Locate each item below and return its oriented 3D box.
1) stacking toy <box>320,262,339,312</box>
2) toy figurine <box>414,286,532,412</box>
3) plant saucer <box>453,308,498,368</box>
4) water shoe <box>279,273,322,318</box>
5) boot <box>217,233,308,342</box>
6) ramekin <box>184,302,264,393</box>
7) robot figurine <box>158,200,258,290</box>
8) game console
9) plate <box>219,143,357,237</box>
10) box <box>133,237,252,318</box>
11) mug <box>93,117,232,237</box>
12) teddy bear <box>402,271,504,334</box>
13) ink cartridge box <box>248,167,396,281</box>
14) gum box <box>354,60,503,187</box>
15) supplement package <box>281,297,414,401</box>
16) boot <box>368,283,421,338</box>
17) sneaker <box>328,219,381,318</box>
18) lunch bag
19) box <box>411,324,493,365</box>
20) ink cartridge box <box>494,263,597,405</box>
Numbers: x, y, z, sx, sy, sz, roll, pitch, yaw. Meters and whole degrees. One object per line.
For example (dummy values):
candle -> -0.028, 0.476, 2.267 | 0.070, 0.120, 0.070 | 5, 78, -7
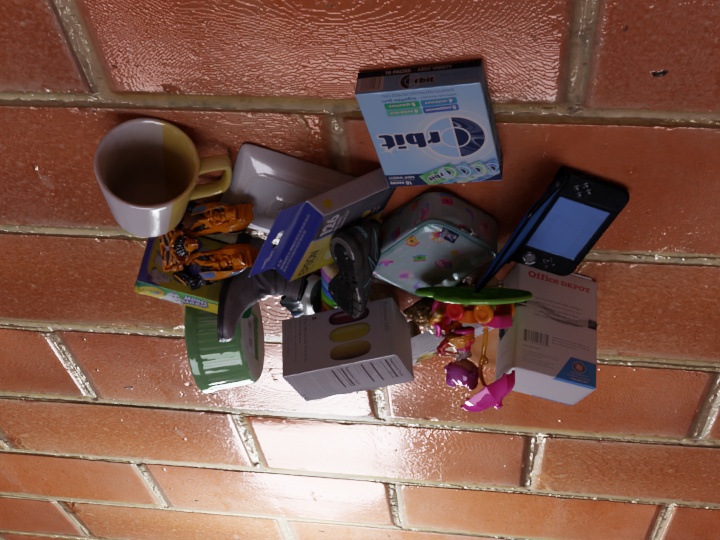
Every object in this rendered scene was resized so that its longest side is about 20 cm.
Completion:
stacking toy -> -0.033, 0.037, 1.754 | 0.085, 0.086, 0.200 | 9, 143, -2
toy figurine -> 0.168, 0.123, 1.580 | 0.200, 0.185, 0.150 | 5, -172, 44
plant saucer -> 0.263, 0.131, 1.889 | 0.200, 0.032, 0.200 | 5, 147, 4
water shoe -> -0.102, 0.059, 1.846 | 0.079, 0.072, 0.200 | 28, 149, 16
boot -> -0.157, 0.033, 1.682 | 0.131, 0.201, 0.070 | 13, 156, -1
ramekin -> -0.237, 0.116, 1.832 | 0.097, 0.200, 0.200 | -6, 145, 8
robot figurine -> -0.248, -0.045, 1.630 | 0.200, 0.145, 0.058 | -8, 180, 36
game console -> 0.283, -0.041, 1.522 | 0.170, 0.119, 0.200 | 17, 137, -12
plate -> -0.115, -0.104, 1.618 | 0.199, 0.032, 0.200 | 16, 145, -13
box -> -0.270, 0.005, 1.737 | 0.199, 0.118, 0.048 | 16, 149, -13
mug -> -0.301, -0.119, 1.542 | 0.186, 0.150, 0.153 | 19, 154, -2
teddy bear -> 0.158, 0.061, 1.738 | 0.200, 0.145, 0.067 | -28, 90, 36
ink cartridge box -> -0.056, -0.059, 1.556 | 0.200, 0.047, 0.198 | -28, 164, -31
gum box -> 0.099, -0.197, 1.420 | 0.169, 0.045, 0.200 | -3, 146, 15
supplement package -> -0.021, 0.134, 1.734 | 0.199, 0.114, 0.110 | -13, 147, 15
boot -> 0.009, 0.096, 1.853 | 0.144, 0.071, 0.201 | -13, 147, 23
sneaker -> 0.000, 0.000, 1.597 | 0.075, 0.079, 0.200 | 37, 150, 21
lunch bag -> 0.117, -0.036, 1.627 | 0.160, 0.077, 0.200 | 28, 142, -27
box -> 0.144, 0.121, 1.833 | 0.200, 0.042, 0.039 | -28, 156, 26
ink cartridge box -> 0.305, 0.102, 1.684 | 0.144, 0.200, 0.084 | 15, 149, -11
